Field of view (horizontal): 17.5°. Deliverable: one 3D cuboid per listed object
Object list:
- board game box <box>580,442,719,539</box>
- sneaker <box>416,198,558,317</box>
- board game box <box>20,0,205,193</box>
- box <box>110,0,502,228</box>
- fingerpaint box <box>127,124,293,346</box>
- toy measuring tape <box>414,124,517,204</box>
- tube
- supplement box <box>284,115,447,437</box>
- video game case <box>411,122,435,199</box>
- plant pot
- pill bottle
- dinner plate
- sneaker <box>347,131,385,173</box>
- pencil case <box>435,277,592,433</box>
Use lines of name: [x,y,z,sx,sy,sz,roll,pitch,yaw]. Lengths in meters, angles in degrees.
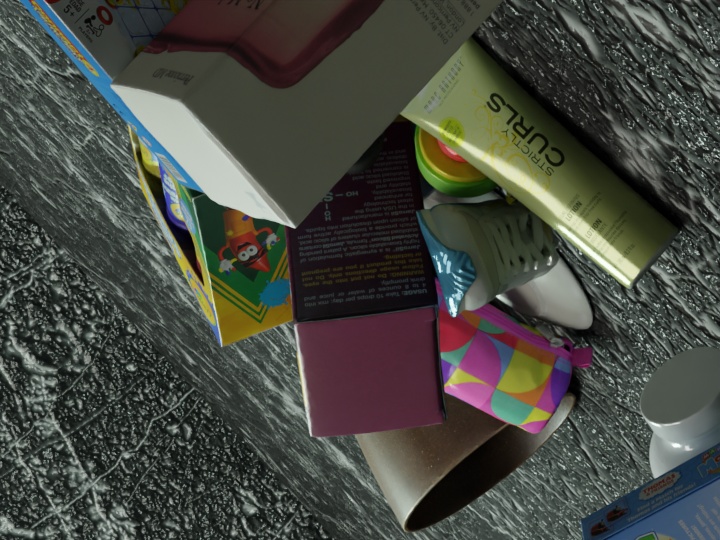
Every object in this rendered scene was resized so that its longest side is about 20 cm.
board game box: [0.267,0.173,1.530,0.151,0.199,0.037,50,-163,-28]
sneaker: [0.089,-0.019,1.596,0.200,0.080,0.077,-39,-68,-79]
board game box: [-0.097,-0.187,1.475,0.200,0.196,0.056,49,166,-26]
box: [-0.032,-0.139,1.413,0.109,0.200,0.128,48,167,-24]
fingerpaint box: [-0.122,-0.071,1.813,0.167,0.073,0.200,83,163,-48]
toy measuring tape: [0.043,-0.109,1.589,0.200,0.074,0.074,41,168,13]
tube: [0.114,-0.069,1.516,0.200,0.058,0.052,42,168,9]
supplement box: [0.000,0.000,1.677,0.131,0.103,0.201,85,179,-47]
video game case: [-0.014,-0.094,1.799,0.143,0.018,0.200,44,150,-3]
plant pot: [0.054,0.090,2.033,0.200,0.187,0.187,52,171,16]
pill bottle: [0.270,0.143,1.599,0.200,0.111,0.111,49,167,-28]
dinner plate: [0.100,-0.018,1.827,0.200,0.024,0.200,43,169,10]
sneaker: [-0.031,-0.138,1.629,0.104,0.060,0.201,98,154,-64]
pencil case: [0.077,0.052,1.845,0.199,0.089,0.088,24,170,-8]
